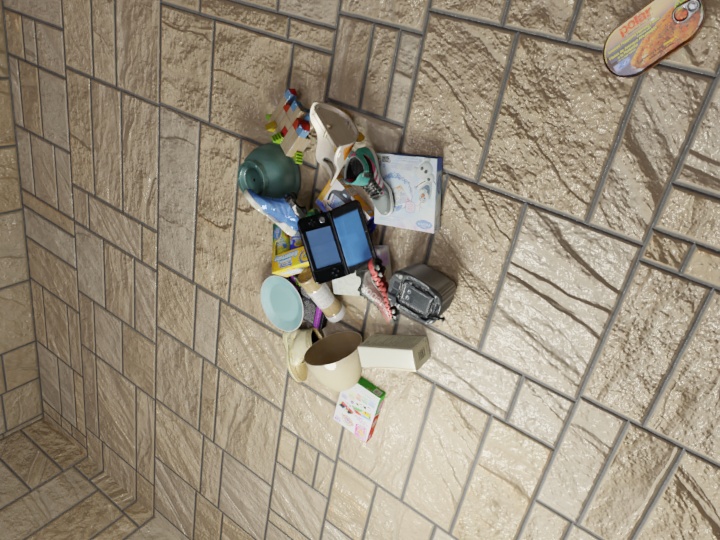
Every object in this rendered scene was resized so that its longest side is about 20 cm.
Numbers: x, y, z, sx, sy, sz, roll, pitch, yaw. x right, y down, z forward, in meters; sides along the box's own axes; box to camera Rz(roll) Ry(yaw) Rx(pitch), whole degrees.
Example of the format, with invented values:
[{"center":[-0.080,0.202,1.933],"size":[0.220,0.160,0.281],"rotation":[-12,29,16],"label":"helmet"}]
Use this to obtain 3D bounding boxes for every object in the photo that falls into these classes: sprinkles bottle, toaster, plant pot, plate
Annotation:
[{"center":[-0.121,0.079,1.791],"size":[0.067,0.069,0.201],"rotation":[-3,138,35],"label":"sprinkles bottle"},{"center":[0.181,0.062,1.590],"size":[0.198,0.128,0.116],"rotation":[29,122,24],"label":"toaster"},{"center":[-0.306,-0.297,1.806],"size":[0.197,0.133,0.205],"rotation":[12,113,31],"label":"plant pot"},{"center":[-0.069,0.306,1.825],"size":[0.197,0.200,0.137],"rotation":[-3,115,36],"label":"plant pot"},{"center":[-0.265,0.111,1.951],"size":[0.197,0.025,0.205],"rotation":[14,116,32],"label":"plate"}]

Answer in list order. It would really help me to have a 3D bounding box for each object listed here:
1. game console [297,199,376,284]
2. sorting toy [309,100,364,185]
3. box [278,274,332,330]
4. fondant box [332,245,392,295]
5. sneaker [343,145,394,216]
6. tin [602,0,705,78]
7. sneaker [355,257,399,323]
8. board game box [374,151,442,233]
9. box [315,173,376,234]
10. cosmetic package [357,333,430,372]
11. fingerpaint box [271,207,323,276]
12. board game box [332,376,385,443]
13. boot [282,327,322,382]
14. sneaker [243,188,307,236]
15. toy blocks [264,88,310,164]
[{"center":[-0.070,-0.083,1.666],"size":[0.118,0.170,0.204],"rotation":[-21,86,62],"label":"game console"},{"center":[-0.080,-0.351,1.640],"size":[0.202,0.105,0.182],"rotation":[62,144,32],"label":"sorting toy"},{"center":[-0.190,0.092,1.926],"size":[0.198,0.036,0.146],"rotation":[28,121,23],"label":"box"},{"center":[0.000,0.000,1.743],"size":[0.196,0.058,0.148],"rotation":[2,108,34],"label":"fondant box"},{"center":[0.018,-0.237,1.550],"size":[0.083,0.120,0.204],"rotation":[-22,92,40],"label":"sneaker"},{"center":[0.595,-0.481,1.159],"size":[0.199,0.042,0.113],"rotation":[-32,91,38],"label":"tin"},{"center":[0.046,0.066,1.650],"size":[0.096,0.071,0.204],"rotation":[-18,105,22],"label":"sneaker"},{"center":[0.130,-0.220,1.580],"size":[0.197,0.043,0.204],"rotation":[13,112,32],"label":"board game box"},{"center":[-0.040,-0.179,1.718],"size":[0.201,0.041,0.119],"rotation":[50,127,13],"label":"box"},{"center":[0.102,0.248,1.732],"size":[0.197,0.103,0.075],"rotation":[-3,106,37],"label":"cosmetic package"},{"center":[-0.192,-0.085,1.795],"size":[0.197,0.073,0.171],"rotation":[-14,70,38],"label":"fingerpaint box"},{"center":[-0.007,0.460,1.925],"size":[0.151,0.040,0.203],"rotation":[30,121,24],"label":"board game box"},{"center":[-0.186,0.293,1.972],"size":[0.153,0.072,0.205],"rotation":[-6,98,39],"label":"boot"},{"center":[-0.251,-0.208,1.726],"size":[0.199,0.077,0.112],"rotation":[39,98,-8],"label":"sneaker"},{"center":[-0.198,-0.442,1.698],"size":[0.137,0.099,0.202],"rotation":[-46,59,32],"label":"toy blocks"}]
